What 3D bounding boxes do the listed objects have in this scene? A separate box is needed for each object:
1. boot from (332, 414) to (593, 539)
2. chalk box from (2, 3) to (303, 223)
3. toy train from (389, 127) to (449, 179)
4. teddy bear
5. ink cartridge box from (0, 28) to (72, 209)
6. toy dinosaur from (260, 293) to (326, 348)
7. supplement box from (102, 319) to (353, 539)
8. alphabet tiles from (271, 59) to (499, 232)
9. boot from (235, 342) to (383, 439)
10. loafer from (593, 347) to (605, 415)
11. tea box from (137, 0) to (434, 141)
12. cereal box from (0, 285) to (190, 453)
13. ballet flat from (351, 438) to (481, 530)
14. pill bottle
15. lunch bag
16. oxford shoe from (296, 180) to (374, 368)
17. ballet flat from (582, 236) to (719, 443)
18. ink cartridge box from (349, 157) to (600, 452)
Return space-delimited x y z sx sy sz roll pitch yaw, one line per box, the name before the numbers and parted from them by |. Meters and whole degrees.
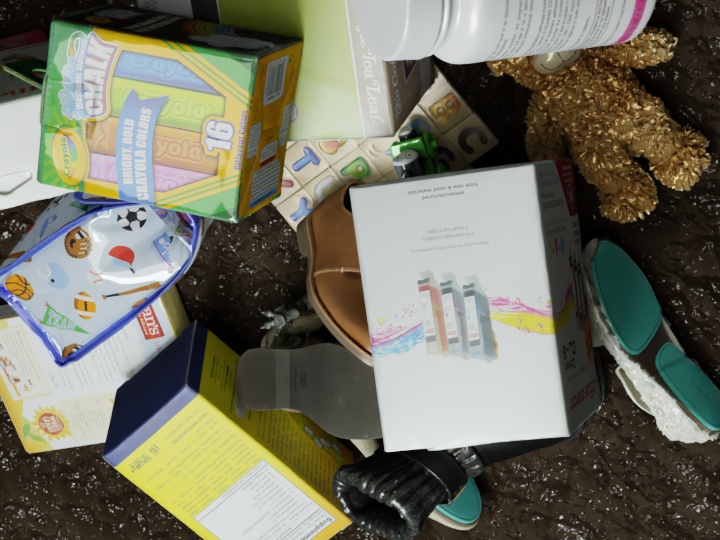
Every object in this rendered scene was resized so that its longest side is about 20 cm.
boot | 0.083 0.146 1.544 0.080 0.158 0.211 58 147 -1
chalk box | -0.158 -0.120 1.374 0.199 0.125 0.125 11 105 12
toy train | 0.068 -0.022 1.557 0.042 0.056 0.201 -13 115 22
teddy bear | 0.184 -0.127 1.467 0.144 0.067 0.201 -15 111 21
ink cartridge box | -0.300 -0.119 1.524 0.144 0.200 0.084 -16 114 -11
toy dinosaur | -0.029 0.033 1.607 0.199 0.088 0.048 -27 90 27
supplement box | -0.112 0.161 1.654 0.109 0.110 0.200 -40 112 20
alphabet tiles | 0.010 -0.092 1.576 0.200 0.006 0.167 -34 102 29
boot | -0.014 0.094 1.548 0.199 0.075 0.074 9 94 50
loafer | 0.155 0.045 1.566 0.072 0.063 0.201 -14 111 23
tea box | -0.059 -0.213 1.458 0.196 0.134 0.201 1 114 18
cereal box | -0.240 0.087 1.728 0.199 0.040 0.145 -10 115 21
ballet flat | 0.027 0.154 1.670 0.069 0.070 0.200 -36 99 29
pill bottle | 0.102 -0.208 1.353 0.199 0.113 0.114 -10 120 -23
lunch bag | -0.187 -0.042 1.571 0.200 0.170 0.124 -31 108 30
oxford shoe | 0.000 0.000 1.517 0.071 0.200 0.071 24 120 -34
ballet flat | 0.225 0.066 1.556 0.072 0.072 0.200 -29 104 28
ink cartridge box | 0.090 0.025 1.420 0.144 0.145 0.201 -6 93 17
